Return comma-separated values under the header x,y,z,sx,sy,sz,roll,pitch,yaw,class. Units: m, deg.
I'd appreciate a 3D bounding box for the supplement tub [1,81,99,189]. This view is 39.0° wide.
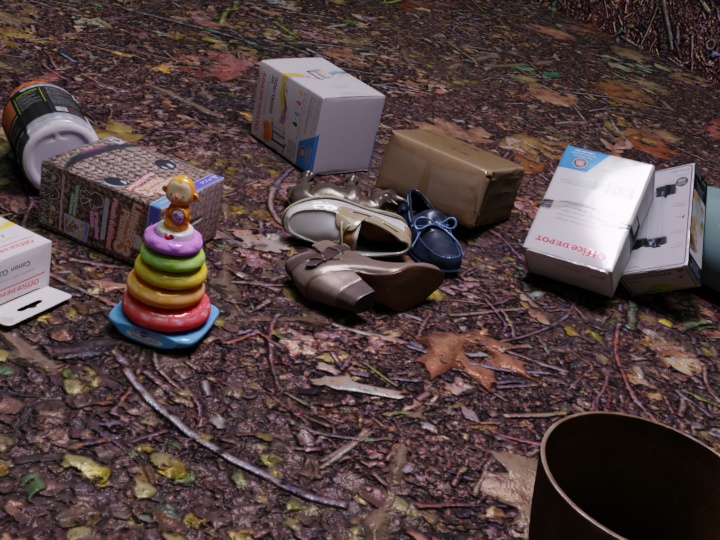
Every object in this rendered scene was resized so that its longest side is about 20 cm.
x,y,z,sx,sy,sz,roll,pitch,yaw,class
-0.474,-0.209,1.547,0.122,0.123,0.200,-2,31,-28,supplement tub

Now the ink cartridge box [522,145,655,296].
x,y,z,sx,sy,sz,roll,pitch,yaw,class
0.356,-0.078,1.580,0.144,0.084,0.201,18,67,25,ink cartridge box

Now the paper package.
x,y,z,sx,sy,sz,roll,pitch,yaw,class
0.155,-0.160,1.737,0.199,0.104,0.190,25,18,24,paper package

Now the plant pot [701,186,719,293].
x,y,z,sx,sy,sz,roll,pitch,yaw,class
0.606,-0.046,1.661,0.199,0.202,0.196,-13,28,-41,plant pot

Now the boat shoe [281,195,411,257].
x,y,z,sx,sy,sz,roll,pitch,yaw,class
-0.018,-0.063,1.522,0.199,0.075,0.068,4,25,-14,boat shoe

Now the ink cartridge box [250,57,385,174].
x,y,z,sx,sy,sz,roll,pitch,yaw,class
-0.082,-0.283,1.844,0.144,0.148,0.200,-10,34,-38,ink cartridge box

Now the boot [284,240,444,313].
x,y,z,sx,sy,sz,roll,pitch,yaw,class
0.000,0.000,1.415,0.199,0.071,0.146,-12,33,-41,boot

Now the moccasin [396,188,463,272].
x,y,z,sx,sy,sz,roll,pitch,yaw,class
0.101,-0.066,1.589,0.080,0.069,0.200,-1,29,-26,moccasin

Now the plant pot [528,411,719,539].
x,y,z,sx,sy,sz,roll,pitch,yaw,class
0.214,0.256,0.857,0.186,0.201,0.187,11,26,-5,plant pot

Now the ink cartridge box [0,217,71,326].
x,y,z,sx,sy,sz,roll,pitch,yaw,class
-0.457,-0.013,1.228,0.199,0.068,0.116,23,28,20,ink cartridge box

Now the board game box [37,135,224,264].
x,y,z,sx,sy,sz,roll,pitch,yaw,class
-0.321,-0.098,1.426,0.199,0.097,0.159,21,27,16,board game box

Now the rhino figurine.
x,y,z,sx,sy,sz,roll,pitch,yaw,class
-0.022,-0.110,1.613,0.198,0.060,0.088,4,33,-1,rhino figurine

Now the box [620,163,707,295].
x,y,z,sx,sy,sz,roll,pitch,yaw,class
0.478,-0.064,1.608,0.116,0.060,0.201,-12,49,36,box

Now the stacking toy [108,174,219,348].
x,y,z,sx,sy,sz,roll,pitch,yaw,class
-0.221,-0.018,1.198,0.115,0.201,0.110,18,26,8,stacking toy
